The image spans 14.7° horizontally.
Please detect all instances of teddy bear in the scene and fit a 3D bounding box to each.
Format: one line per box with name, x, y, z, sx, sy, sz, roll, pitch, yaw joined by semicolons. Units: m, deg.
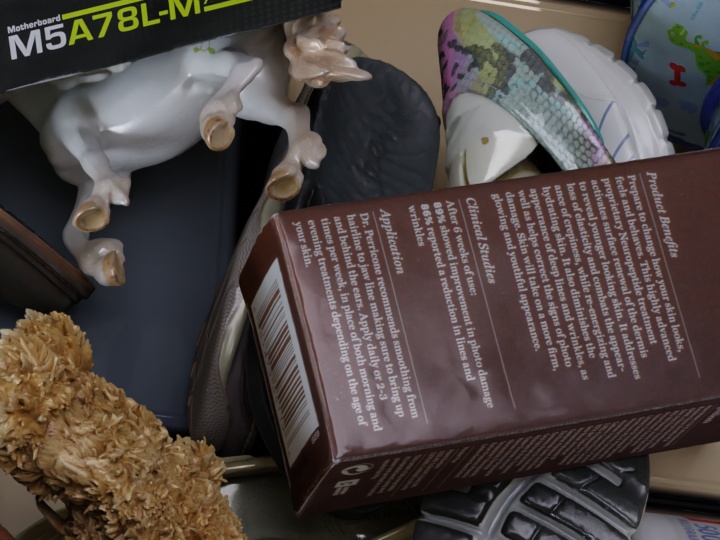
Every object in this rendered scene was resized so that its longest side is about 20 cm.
teddy bear;-0.069;0.097;1.009;0.067;0.145;0.200;-34;79;2

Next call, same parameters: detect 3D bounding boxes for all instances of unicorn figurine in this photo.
unicorn figurine;-0.095;-0.064;1.148;0.199;0.074;0.138;-13;41;-1

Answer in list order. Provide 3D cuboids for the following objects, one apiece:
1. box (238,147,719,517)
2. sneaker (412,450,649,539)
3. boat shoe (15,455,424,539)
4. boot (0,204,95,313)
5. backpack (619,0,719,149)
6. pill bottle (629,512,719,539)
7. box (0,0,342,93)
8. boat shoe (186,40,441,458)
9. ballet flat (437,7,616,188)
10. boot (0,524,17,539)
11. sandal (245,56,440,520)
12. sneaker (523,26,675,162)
box;0.063;0.021;1.046;0.199;0.075;0.101;-8;71;-17
sneaker;0.049;0.136;1.093;0.078;0.090;0.200;29;76;13
boat shoe;-0.047;0.105;1.106;0.200;0.063;0.073;-6;66;-19
boot;-0.212;-0.009;1.130;0.200;0.075;0.097;30;85;-10
backpack;0.215;-0.094;1.210;0.199;0.183;0.147;19;60;-3
pill bottle;0.191;0.164;1.115;0.199;0.112;0.113;8;62;-12
box;-0.135;-0.132;1.146;0.192;0.048;0.200;-14;27;-23
boat shoe;-0.014;-0.007;1.166;0.073;0.075;0.201;22;62;-3
ballet flat;0.081;-0.023;1.143;0.071;0.069;0.200;-33;75;-25
boot;-0.159;0.142;0.989;0.068;0.189;0.200;-24;52;-35
sandal;-0.001;-0.001;1.106;0.075;0.048;0.201;18;61;-25
sneaker;0.097;-0.016;1.204;0.087;0.075;0.201;-14;68;-16
